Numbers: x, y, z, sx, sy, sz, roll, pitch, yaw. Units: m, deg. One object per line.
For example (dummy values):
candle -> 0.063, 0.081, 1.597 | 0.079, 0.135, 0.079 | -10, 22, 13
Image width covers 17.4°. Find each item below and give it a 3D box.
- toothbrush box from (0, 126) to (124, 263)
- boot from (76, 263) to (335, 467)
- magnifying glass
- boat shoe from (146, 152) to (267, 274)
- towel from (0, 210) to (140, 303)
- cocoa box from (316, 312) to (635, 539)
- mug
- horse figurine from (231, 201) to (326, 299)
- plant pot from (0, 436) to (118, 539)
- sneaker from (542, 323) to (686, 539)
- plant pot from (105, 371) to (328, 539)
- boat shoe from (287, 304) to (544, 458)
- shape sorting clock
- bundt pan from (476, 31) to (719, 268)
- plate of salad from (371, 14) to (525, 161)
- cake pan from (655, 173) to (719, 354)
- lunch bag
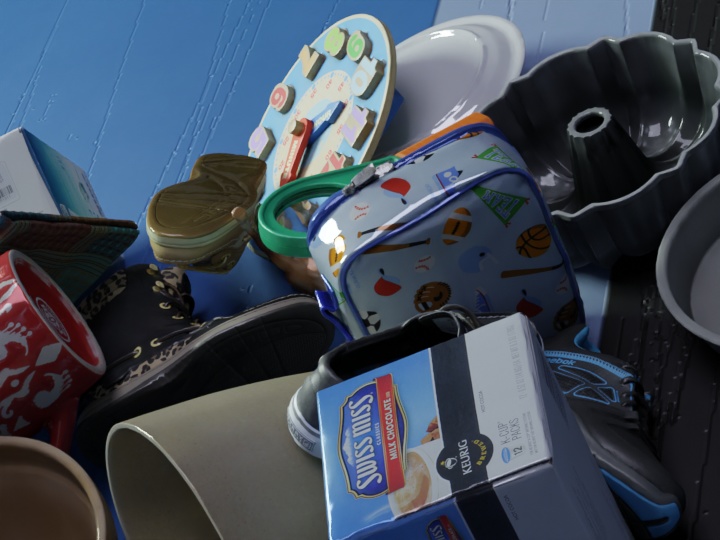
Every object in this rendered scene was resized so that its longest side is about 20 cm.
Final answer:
toothbrush box -> -0.278, -0.025, 1.790 | 0.146, 0.086, 0.200 | -26, -10, 4
boot -> -0.123, 0.046, 1.703 | 0.199, 0.073, 0.151 | -31, 34, 5
magnifying glass -> 0.014, -0.060, 1.605 | 0.199, 0.023, 0.079 | -31, 39, -32
boat shoe -> -0.108, -0.031, 1.717 | 0.073, 0.067, 0.200 | 8, 18, 11
towel -> -0.265, 0.028, 1.708 | 0.200, 0.146, 0.022 | -44, 65, 27
cocoa box -> 0.073, 0.153, 1.315 | 0.130, 0.201, 0.134 | -21, 35, 11
mug -> -0.272, 0.103, 1.637 | 0.200, 0.178, 0.134 | -38, 24, 6
horse figurine -> 0.000, 0.000, 1.650 | 0.199, 0.133, 0.050 | 14, 65, 31
plant pot -> -0.240, 0.216, 1.527 | 0.199, 0.093, 0.202 | -11, 49, 13
sneaker -> 0.150, 0.091, 1.455 | 0.082, 0.074, 0.200 | -32, 36, -9
plant pot -> -0.025, 0.136, 1.447 | 0.199, 0.189, 0.187 | -26, 32, -24
boat shoe -> 0.042, 0.053, 1.402 | 0.199, 0.067, 0.070 | -14, 52, -38
shape sorting clock -> -0.037, -0.103, 1.789 | 0.200, 0.039, 0.201 | -36, 42, 40
bundt pan -> 0.171, -0.076, 1.649 | 0.200, 0.076, 0.203 | -18, 37, 14
plate of salad -> 0.045, -0.120, 1.810 | 0.199, 0.048, 0.201 | -26, 33, 19
cake pan -> 0.289, -0.008, 1.509 | 0.199, 0.037, 0.201 | -16, 38, 13
lunch bag -> 0.053, 0.006, 1.518 | 0.159, 0.201, 0.076 | -29, 43, -3
